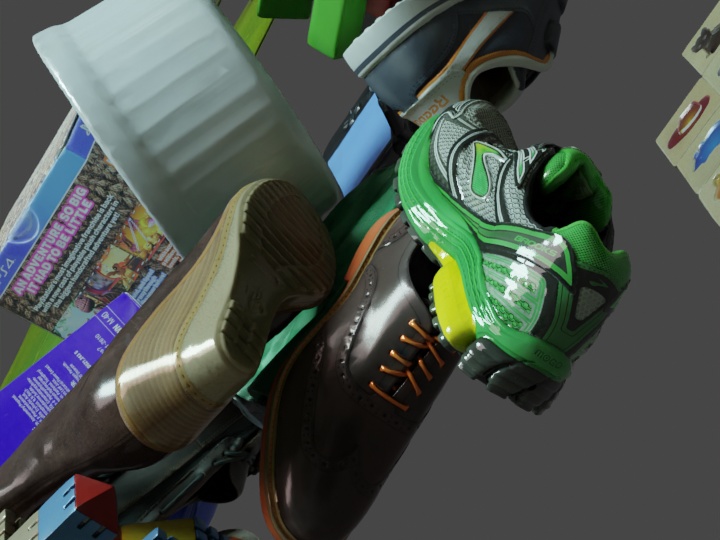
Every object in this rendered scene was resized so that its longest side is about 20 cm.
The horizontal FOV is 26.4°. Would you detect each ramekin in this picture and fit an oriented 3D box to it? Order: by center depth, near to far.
[{"bbox_3d":[-0.096,-0.082,0.907,0.098,0.201,0.200,-35,15,-3],"label":"ramekin"}]

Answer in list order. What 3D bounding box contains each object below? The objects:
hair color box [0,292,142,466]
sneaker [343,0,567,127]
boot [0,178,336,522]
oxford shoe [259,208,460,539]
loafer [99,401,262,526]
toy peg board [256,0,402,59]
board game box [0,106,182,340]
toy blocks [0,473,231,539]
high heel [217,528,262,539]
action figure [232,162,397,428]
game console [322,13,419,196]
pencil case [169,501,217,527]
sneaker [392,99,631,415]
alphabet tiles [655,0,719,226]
[{"bbox_3d":[-0.184,0.115,0.884,0.200,0.065,0.109,-41,-24,-16],"label":"hair color box"},{"bbox_3d":[0.074,-0.135,0.858,0.200,0.079,0.078,-41,1,-39],"label":"sneaker"},{"bbox_3d":[-0.103,0.038,0.785,0.166,0.072,0.200,-32,15,25],"label":"boot"},{"bbox_3d":[0.011,0.043,0.740,0.072,0.071,0.201,-25,38,57],"label":"oxford shoe"},{"bbox_3d":[-0.099,0.121,0.875,0.200,0.063,0.072,-28,-21,-34],"label":"loafer"},{"bbox_3d":[-0.014,-0.220,0.909,0.199,0.200,0.098,-27,-38,-43],"label":"toy peg board"},{"bbox_3d":[-0.149,-0.016,1.110,0.160,0.200,0.097,-49,19,35],"label":"board game box"},{"bbox_3d":[-0.116,0.171,0.735,0.137,0.200,0.100,-43,29,14],"label":"toy blocks"},{"bbox_3d":[-0.089,0.198,0.867,0.067,0.097,0.200,-23,13,-29],"label":"high heel"},{"bbox_3d":[0.000,0.000,0.853,0.200,0.055,0.118,-54,27,-17],"label":"action figure"},{"bbox_3d":[-0.018,-0.124,1.038,0.176,0.116,0.200,-54,16,24],"label":"game console"},{"bbox_3d":[-0.111,0.105,1.006,0.087,0.078,0.201,-16,46,58],"label":"pencil case"},{"bbox_3d":[0.073,-0.023,0.671,0.085,0.078,0.200,-48,28,19],"label":"sneaker"},{"bbox_3d":[0.176,-0.093,0.566,0.167,0.006,0.200,-57,16,18],"label":"alphabet tiles"}]
